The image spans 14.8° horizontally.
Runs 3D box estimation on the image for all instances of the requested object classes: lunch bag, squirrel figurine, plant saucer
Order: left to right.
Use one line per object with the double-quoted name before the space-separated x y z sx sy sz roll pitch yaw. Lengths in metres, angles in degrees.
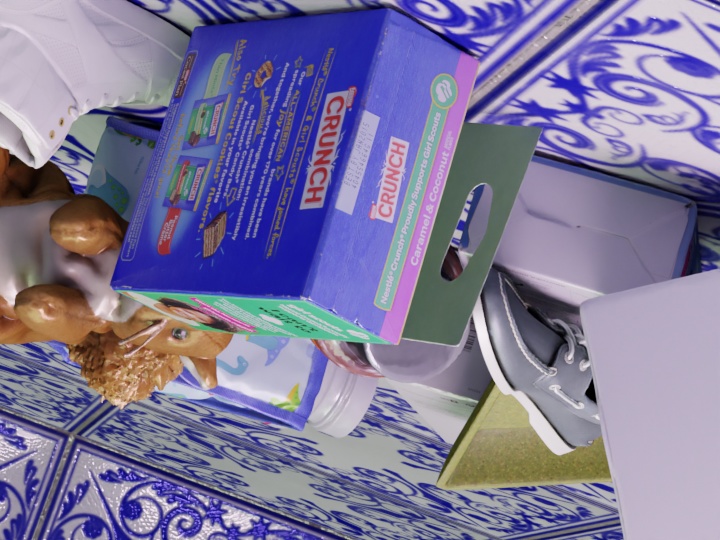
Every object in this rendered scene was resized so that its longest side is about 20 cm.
"squirrel figurine" -0.159 0.010 1.772 0.186 0.142 0.200 11 168 11
"lunch bag" -0.104 0.005 1.925 0.199 0.171 0.127 17 171 12
"plant saucer" 0.163 0.088 1.884 0.199 0.048 0.200 -2 155 -13

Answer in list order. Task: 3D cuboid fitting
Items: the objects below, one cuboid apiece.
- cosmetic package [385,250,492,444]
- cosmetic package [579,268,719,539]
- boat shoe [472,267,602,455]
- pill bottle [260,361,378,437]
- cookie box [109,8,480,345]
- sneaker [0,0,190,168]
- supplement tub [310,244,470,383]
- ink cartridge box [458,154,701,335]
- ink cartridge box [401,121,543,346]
"cosmetic package" 0.093 0.067 2.042 0.085 0.108 0.200 15 166 19
"cosmetic package" 0.248 0.093 1.602 0.199 0.165 0.165 -13 160 12
"boat shoe" 0.116 0.048 1.693 0.062 0.073 0.200 -17 146 14
"pill bottle" -0.089 0.066 2.314 0.200 0.109 0.109 24 167 -20
"cookie box" -0.039 -0.052 1.570 0.075 0.172 0.200 24 168 -34
"sneaker" -0.169 -0.108 1.658 0.200 0.116 0.074 28 164 -39
"supplement tub" 0.000 0.000 1.742 0.107 0.107 0.200 26 -171 -30
"ink cartridge box" 0.141 0.000 1.740 0.136 0.077 0.200 17 166 12
"ink cartridge box" 0.000 -0.035 1.636 0.048 0.146 0.200 33 162 -38
